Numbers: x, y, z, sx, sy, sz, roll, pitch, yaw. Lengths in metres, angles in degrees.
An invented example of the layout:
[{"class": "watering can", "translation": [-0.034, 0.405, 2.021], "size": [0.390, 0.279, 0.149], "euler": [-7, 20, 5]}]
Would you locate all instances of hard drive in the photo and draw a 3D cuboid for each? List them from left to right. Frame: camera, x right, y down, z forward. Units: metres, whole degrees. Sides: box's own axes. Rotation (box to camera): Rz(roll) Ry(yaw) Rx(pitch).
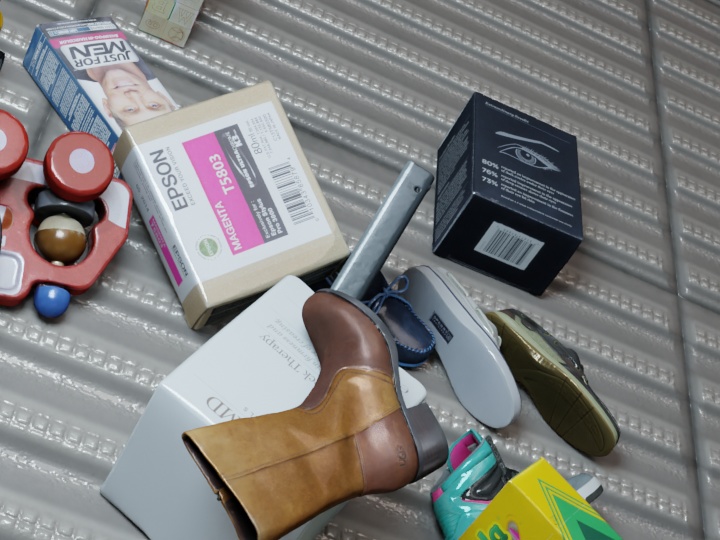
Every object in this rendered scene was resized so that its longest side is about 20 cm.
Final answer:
[{"class": "hard drive", "translation": [0.000, 0.000, 1.401], "size": [0.033, 0.140, 0.201], "euler": [31, 78, -1]}]

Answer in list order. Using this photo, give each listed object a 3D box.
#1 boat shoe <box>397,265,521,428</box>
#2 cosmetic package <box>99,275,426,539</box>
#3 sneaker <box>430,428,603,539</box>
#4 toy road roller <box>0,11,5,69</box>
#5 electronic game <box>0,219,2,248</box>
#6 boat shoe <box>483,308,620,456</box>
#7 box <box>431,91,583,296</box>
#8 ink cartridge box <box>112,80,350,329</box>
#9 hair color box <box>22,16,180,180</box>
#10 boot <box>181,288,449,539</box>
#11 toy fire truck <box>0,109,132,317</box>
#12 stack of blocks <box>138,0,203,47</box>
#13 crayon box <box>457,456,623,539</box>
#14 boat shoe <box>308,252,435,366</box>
[{"class": "boat shoe", "translation": [0.115, 0.076, 1.535], "size": [0.066, 0.072, 0.200], "euler": [-9, 52, -45]}, {"class": "cosmetic package", "translation": [-0.081, 0.148, 1.247], "size": [0.167, 0.167, 0.200], "euler": [40, 41, 7]}, {"class": "sneaker", "translation": [0.141, 0.206, 1.411], "size": [0.199, 0.084, 0.121], "euler": [-17, 70, -42]}, {"class": "toy road roller", "translation": [-0.423, -0.223, 1.406], "size": [0.122, 0.146, 0.200], "euler": [29, 39, -5]}, {"class": "electronic game", "translation": [-0.408, -0.030, 1.239], "size": [0.199, 0.042, 0.201], "euler": [2, 73, -8]}, {"class": "boat shoe", "translation": [0.210, 0.111, 1.557], "size": [0.065, 0.073, 0.200], "euler": [-27, 67, -41]}, {"class": "box", "translation": [0.173, -0.093, 1.714], "size": [0.147, 0.105, 0.201], "euler": [22, 40, -13]}, {"class": "ink cartridge box", "translation": [-0.127, -0.067, 1.431], "size": [0.164, 0.075, 0.201], "euler": [-22, 81, -24]}, {"class": "hair color box", "translation": [-0.262, -0.178, 1.539], "size": [0.100, 0.061, 0.200], "euler": [-17, 62, -43]}, {"class": "boot", "translation": [-0.055, 0.112, 1.142], "size": [0.199, 0.069, 0.189], "euler": [-16, 69, -35]}, {"class": "toy fire truck", "translation": [-0.316, -0.043, 1.346], "size": [0.199, 0.112, 0.169], "euler": [14, 67, -22]}, {"class": "stack of blocks", "translation": [-0.189, -0.374, 1.678], "size": [0.058, 0.200, 0.116], "euler": [21, 42, -14]}, {"class": "crayon box", "translation": [0.152, 0.285, 1.238], "size": [0.173, 0.200, 0.058], "euler": [45, 41, 14]}, {"class": "boat shoe", "translation": [-0.005, 0.024, 1.501], "size": [0.199, 0.069, 0.084], "euler": [33, 39, -1]}]
